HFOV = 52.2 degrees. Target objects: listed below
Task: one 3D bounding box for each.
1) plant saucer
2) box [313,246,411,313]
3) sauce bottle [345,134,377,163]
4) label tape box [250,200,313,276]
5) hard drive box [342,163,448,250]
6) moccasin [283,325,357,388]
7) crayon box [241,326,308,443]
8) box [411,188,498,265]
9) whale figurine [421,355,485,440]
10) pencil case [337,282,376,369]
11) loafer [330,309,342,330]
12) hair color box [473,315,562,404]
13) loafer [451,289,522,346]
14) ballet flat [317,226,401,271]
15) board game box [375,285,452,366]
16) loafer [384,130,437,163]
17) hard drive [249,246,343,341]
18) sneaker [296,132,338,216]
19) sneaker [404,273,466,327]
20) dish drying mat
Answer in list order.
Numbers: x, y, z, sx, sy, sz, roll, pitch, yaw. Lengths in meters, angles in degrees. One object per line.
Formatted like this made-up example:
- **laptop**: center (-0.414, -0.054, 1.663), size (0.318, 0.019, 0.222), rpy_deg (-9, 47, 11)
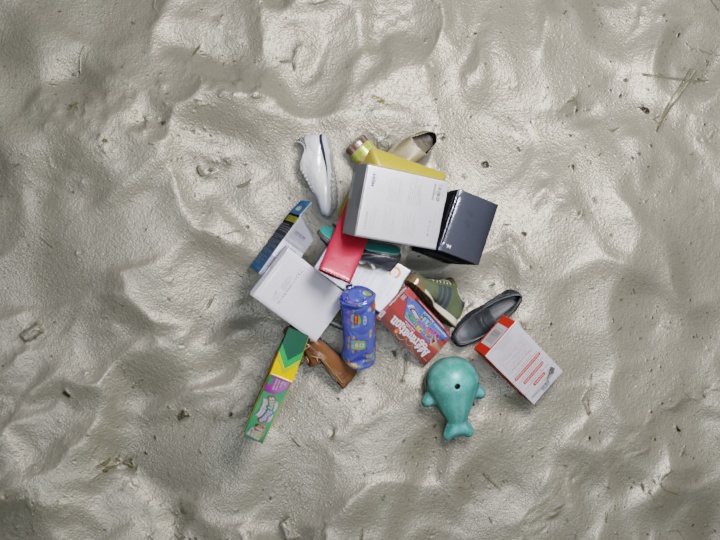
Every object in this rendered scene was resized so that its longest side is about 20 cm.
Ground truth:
- **plant saucer**: center (0.074, -0.161, 1.698), size (0.199, 0.049, 0.200), rpy_deg (16, 125, -20)
- **box**: center (0.000, 0.000, 1.740), size (0.200, 0.097, 0.125), rpy_deg (33, 86, -3)
- **sauce bottle**: center (0.051, -0.235, 1.766), size (0.065, 0.065, 0.200), rpy_deg (-43, 92, -4)
- **label tape box**: center (-0.165, -0.065, 1.701), size (0.066, 0.143, 0.200), rpy_deg (39, 86, -17)
- **hard drive box**: center (0.076, -0.138, 1.595), size (0.199, 0.077, 0.157), rpy_deg (9, 94, -24)
- **moccasin**: center (-0.104, 0.204, 1.745), size (0.201, 0.074, 0.078), rpy_deg (40, 78, -12)
- **crayon box**: center (-0.190, 0.256, 1.642), size (0.058, 0.173, 0.200), rpy_deg (24, 121, -3)
- **box**: center (0.215, -0.097, 1.702), size (0.104, 0.200, 0.149), rpy_deg (20, 88, -14)
- **whale figurine**: center (0.225, 0.306, 1.748), size (0.158, 0.104, 0.201), rpy_deg (-6, 89, -5)
- **pencil case**: center (-0.007, 0.130, 1.683), size (0.086, 0.078, 0.201), rpy_deg (-4, 121, -4)
- **loafer**: center (-0.093, 0.086, 1.749), size (0.199, 0.075, 0.070), rpy_deg (22, 82, -13)
- **hair color box**: center (0.377, 0.213, 1.752), size (0.111, 0.064, 0.200), rpy_deg (-47, 112, -4)
- **loafer**: center (0.306, 0.113, 1.774), size (0.200, 0.070, 0.068), rpy_deg (-36, 90, -6)
- **ballet flat**: center (-0.008, -0.040, 1.660), size (0.199, 0.073, 0.073), rpy_deg (15, 88, -9)
- **board game box**: center (0.130, 0.133, 1.737), size (0.103, 0.019, 0.200), rpy_deg (-46, 124, -3)
- **loafer**: center (0.109, -0.277, 1.734), size (0.076, 0.067, 0.200), rpy_deg (47, 59, -5)
- **hard drive**: center (-0.135, 0.055, 1.651), size (0.200, 0.025, 0.132), rpy_deg (40, 84, -32)
- **sneaker**: center (-0.102, -0.227, 1.757), size (0.080, 0.076, 0.201), rpy_deg (-8, 85, 7)
- **sneaker**: center (0.185, 0.047, 1.743), size (0.200, 0.067, 0.090), rpy_deg (45, 72, -35)
- **dish drying mat**: center (-0.024, -0.069, 1.616), size (0.077, 0.018, 0.201), rpy_deg (24, 64, -7)
